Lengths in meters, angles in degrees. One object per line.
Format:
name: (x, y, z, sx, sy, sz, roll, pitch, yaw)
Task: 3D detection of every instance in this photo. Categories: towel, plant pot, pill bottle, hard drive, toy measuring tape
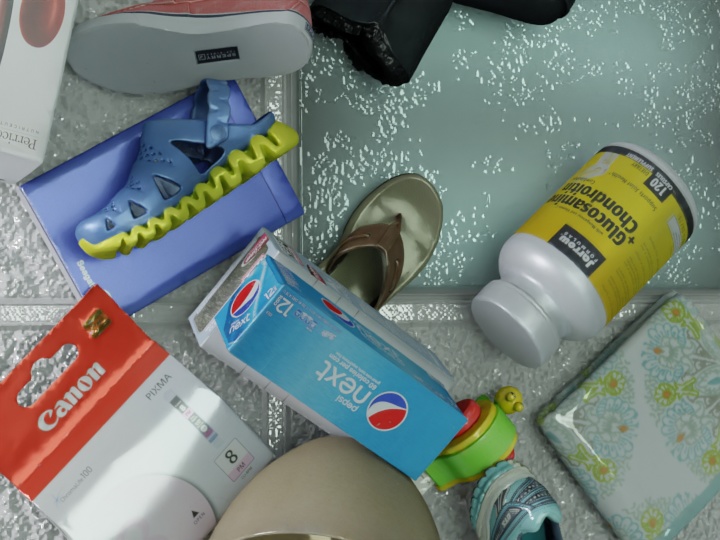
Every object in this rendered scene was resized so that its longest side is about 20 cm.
towel: (0.277, 0.141, 1.328, 0.200, 0.048, 0.171, -41, 100, -18)
plant pot: (-0.021, 0.213, 1.143, 0.200, 0.200, 0.135, 30, 44, -18)
pill bottle: (0.194, -0.011, 1.255, 0.200, 0.112, 0.112, -43, 103, -18)
hard drive: (-0.160, -0.056, 1.167, 0.200, 0.025, 0.132, -31, 100, -20)
toy measuring tape: (0.075, 0.173, 1.231, 0.200, 0.074, 0.074, -45, 104, -18)

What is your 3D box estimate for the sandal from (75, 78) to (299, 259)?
sandal: (-0.147, -0.082, 1.124, 0.200, 0.079, 0.087, -39, 99, -28)

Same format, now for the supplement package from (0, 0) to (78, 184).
supplement package: (-0.313, -0.188, 1.045, 0.190, 0.147, 0.201, 13, 82, -21)

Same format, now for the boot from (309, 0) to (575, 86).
boot: (0.070, -0.225, 1.239, 0.200, 0.076, 0.169, 32, 73, -11)

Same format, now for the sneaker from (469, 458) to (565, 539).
sneaker: (0.139, 0.266, 1.221, 0.077, 0.086, 0.201, -21, 120, -24)

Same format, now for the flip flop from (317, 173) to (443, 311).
flip flop: (0.000, 0.000, 1.212, 0.200, 0.058, 0.081, -44, 99, -15)

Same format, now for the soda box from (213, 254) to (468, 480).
soda box: (-0.014, 0.076, 1.104, 0.200, 0.064, 0.068, 37, 98, -26)

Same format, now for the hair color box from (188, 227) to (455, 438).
hair color box: (-0.030, 0.065, 1.165, 0.200, 0.061, 0.099, 37, 97, -27)

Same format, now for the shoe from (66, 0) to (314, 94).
shoe: (-0.137, -0.202, 1.165, 0.199, 0.072, 0.091, -4, 45, 0)

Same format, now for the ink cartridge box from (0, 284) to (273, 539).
ink cartridge box: (-0.187, 0.138, 1.123, 0.163, 0.057, 0.200, -48, 118, -17)
